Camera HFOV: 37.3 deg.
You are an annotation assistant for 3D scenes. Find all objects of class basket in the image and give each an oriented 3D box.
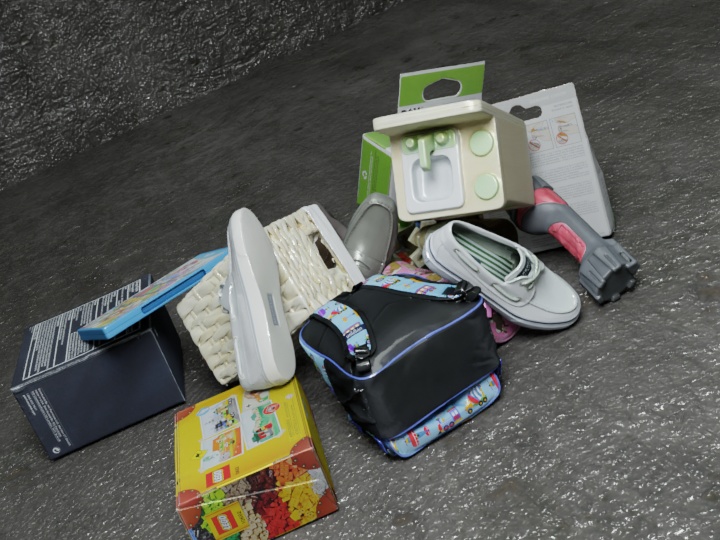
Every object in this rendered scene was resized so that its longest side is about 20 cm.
[{"bbox_3d":[-0.114,0.033,1.311,0.199,0.137,0.123,-38,-9,32],"label":"basket"}]

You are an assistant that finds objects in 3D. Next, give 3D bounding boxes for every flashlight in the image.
[{"bbox_3d":[0.246,-0.036,1.274,0.067,0.069,0.201,-12,40,-19],"label":"flashlight"}]

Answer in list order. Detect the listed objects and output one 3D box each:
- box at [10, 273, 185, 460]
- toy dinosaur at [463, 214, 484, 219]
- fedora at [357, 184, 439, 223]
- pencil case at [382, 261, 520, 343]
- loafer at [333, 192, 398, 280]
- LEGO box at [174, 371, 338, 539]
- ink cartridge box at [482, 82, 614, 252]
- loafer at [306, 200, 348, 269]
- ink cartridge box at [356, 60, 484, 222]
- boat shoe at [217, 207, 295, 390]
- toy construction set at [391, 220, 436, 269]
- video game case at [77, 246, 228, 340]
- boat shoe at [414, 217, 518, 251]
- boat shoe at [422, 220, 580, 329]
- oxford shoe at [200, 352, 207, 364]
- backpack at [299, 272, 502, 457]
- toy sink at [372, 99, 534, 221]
[{"bbox_3d":[-0.350,0.127,1.452,0.195,0.125,0.200,-24,24,-2],"label":"box"},{"bbox_3d":[0.142,-0.096,1.502,0.196,0.062,0.106,10,4,13],"label":"toy dinosaur"},{"bbox_3d":[0.091,-0.124,1.581,0.198,0.202,0.092,-26,64,-10],"label":"fedora"},{"bbox_3d":[0.106,0.036,1.282,0.086,0.084,0.198,-38,28,-30],"label":"pencil case"},{"bbox_3d":[0.000,0.000,1.348,0.069,0.203,0.070,17,26,2],"label":"loafer"},{"bbox_3d":[-0.116,0.198,1.127,0.147,0.078,0.200,-23,22,-1],"label":"LEGO box"},{"bbox_3d":[0.227,-0.127,1.376,0.158,0.204,0.050,-12,12,23],"label":"ink cartridge box"},{"bbox_3d":[-0.055,-0.040,1.469,0.071,0.073,0.200,-38,21,-6],"label":"loafer"},{"bbox_3d":[0.080,-0.177,1.397,0.146,0.203,0.076,-14,33,-32],"label":"ink cartridge box"},{"bbox_3d":[-0.125,0.034,1.184,0.068,0.204,0.072,-19,-10,21],"label":"boat shoe"},{"bbox_3d":[0.058,-0.019,1.457,0.129,0.093,0.200,-26,11,-11],"label":"toy construction set"},{"bbox_3d":[-0.259,0.030,1.364,0.199,0.018,0.142,-34,11,-25],"label":"video game case"},{"bbox_3d":[0.138,-0.031,1.316,0.062,0.075,0.199,7,4,31],"label":"boat shoe"},{"bbox_3d":[0.164,0.007,1.168,0.067,0.197,0.075,135,152,-59],"label":"boat shoe"},{"bbox_3d":[-0.122,0.079,1.452,0.197,0.071,0.075,-24,-5,-1],"label":"oxford shoe"},{"bbox_3d":[0.035,0.087,1.160,0.181,0.136,0.199,-31,24,-20],"label":"backpack"},{"bbox_3d":[0.111,-0.117,1.222,0.128,0.114,0.199,-8,-3,22],"label":"toy sink"}]
